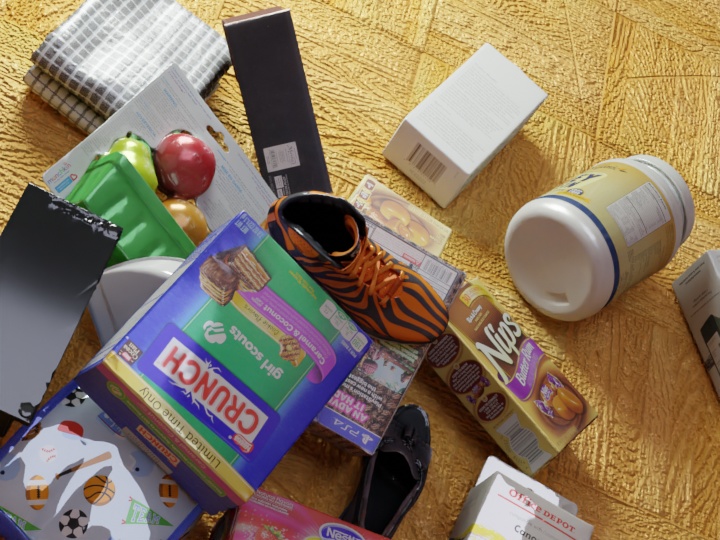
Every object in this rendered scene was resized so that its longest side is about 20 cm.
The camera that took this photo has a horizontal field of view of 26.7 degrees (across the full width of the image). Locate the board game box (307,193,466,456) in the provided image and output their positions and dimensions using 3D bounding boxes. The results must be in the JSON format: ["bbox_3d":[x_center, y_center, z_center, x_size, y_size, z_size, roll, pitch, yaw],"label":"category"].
[{"bbox_3d":[-0.019,0.055,1.473,0.159,0.097,0.201,30,78,-5],"label":"board game box"}]

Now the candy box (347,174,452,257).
[{"bbox_3d":[0.008,0.005,1.606,0.115,0.055,0.200,32,49,-5],"label":"candy box"}]

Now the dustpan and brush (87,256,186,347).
[{"bbox_3d":[-0.149,0.036,1.413,0.057,0.199,0.140,-16,84,-64],"label":"dustpan and brush"}]

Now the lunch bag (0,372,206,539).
[{"bbox_3d":[-0.225,0.187,1.312,0.170,0.124,0.200,41,42,1],"label":"lunch bag"}]

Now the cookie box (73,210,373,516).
[{"bbox_3d":[-0.114,0.078,1.304,0.171,0.075,0.200,45,57,-8],"label":"cookie box"}]

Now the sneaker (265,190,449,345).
[{"bbox_3d":[0.000,0.000,1.376,0.199,0.112,0.078,32,78,-5],"label":"sneaker"}]

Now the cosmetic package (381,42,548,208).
[{"bbox_3d":[0.124,-0.173,1.782,0.101,0.071,0.200,42,49,4],"label":"cosmetic package"}]

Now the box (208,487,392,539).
[{"bbox_3d":[-0.039,0.283,1.358,0.199,0.100,0.096,23,50,-11],"label":"box"}]

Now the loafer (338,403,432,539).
[{"bbox_3d":[0.032,0.204,1.474,0.072,0.063,0.200,32,49,-5],"label":"loafer"}]

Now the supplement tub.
[{"bbox_3d":[0.275,-0.042,1.723,0.200,0.145,0.145,-28,74,-39],"label":"supplement tub"}]

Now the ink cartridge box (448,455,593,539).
[{"bbox_3d":[0.145,0.277,1.460,0.116,0.068,0.201,30,59,-5],"label":"ink cartridge box"}]

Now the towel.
[{"bbox_3d":[-0.238,-0.224,1.615,0.165,0.086,0.200,35,49,-3],"label":"towel"}]

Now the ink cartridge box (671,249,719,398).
[{"bbox_3d":[0.477,0.078,1.786,0.145,0.084,0.201,-3,60,-29],"label":"ink cartridge box"}]

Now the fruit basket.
[{"bbox_3d":[-0.196,-0.078,1.511,0.186,0.094,0.200,53,51,-16],"label":"fruit basket"}]

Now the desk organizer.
[{"bbox_3d":[-0.091,-0.177,1.622,0.071,0.077,0.201,-15,107,-6],"label":"desk organizer"}]

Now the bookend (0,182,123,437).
[{"bbox_3d":[-0.304,0.064,1.319,0.092,0.199,0.201,26,57,-9],"label":"bookend"}]

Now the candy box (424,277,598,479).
[{"bbox_3d":[0.148,0.109,1.587,0.200,0.056,0.117,47,31,9],"label":"candy box"}]
